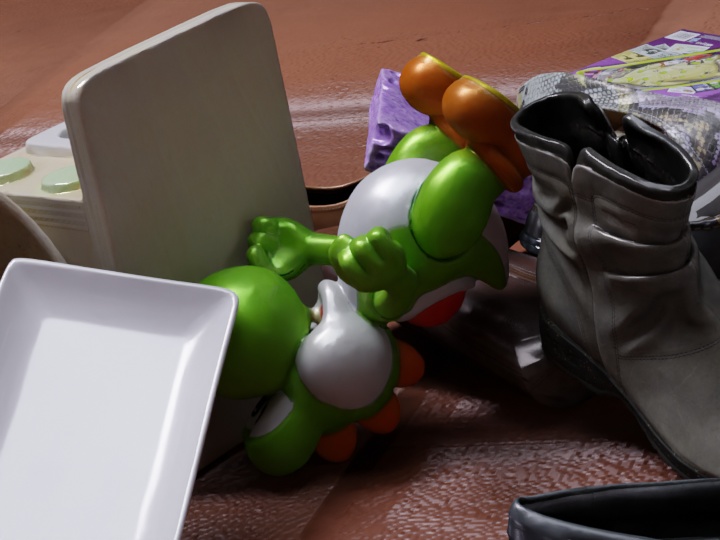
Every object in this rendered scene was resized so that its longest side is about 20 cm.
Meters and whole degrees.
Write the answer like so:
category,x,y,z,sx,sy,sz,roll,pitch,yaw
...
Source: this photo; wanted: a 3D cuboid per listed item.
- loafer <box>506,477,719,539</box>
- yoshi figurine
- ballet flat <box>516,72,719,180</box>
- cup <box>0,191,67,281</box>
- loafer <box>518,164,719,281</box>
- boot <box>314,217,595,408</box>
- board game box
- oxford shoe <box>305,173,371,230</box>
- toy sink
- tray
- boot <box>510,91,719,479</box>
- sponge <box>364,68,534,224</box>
category,x,y,z,sx,sy,sz,roll,pitch,yaw
loafer,0.152,0.097,0.875,0.200,0.071,0.068,-10,21,3
yoshi figurine,-0.010,-0.007,1.072,0.112,0.200,0.112,35,3,24
ballet flat,0.139,-0.070,1.340,0.072,0.072,0.200,-24,22,-31
cup,-0.231,0.063,1.051,0.143,0.201,0.200,-27,5,44
loafer,0.174,-0.025,1.112,0.199,0.073,0.073,4,14,-8
boot,0.088,0.003,1.184,0.186,0.065,0.200,-26,28,-36
board game box,0.217,-0.109,1.453,0.120,0.032,0.200,-18,20,-28
oxford shoe,-0.070,-0.013,1.295,0.199,0.072,0.071,-14,22,-1
toy sink,-0.107,-0.018,1.139,0.112,0.201,0.130,7,28,40
tray,-0.121,0.085,0.994,0.107,0.022,0.201,8,54,6
boot,0.133,0.011,0.982,0.068,0.131,0.200,-33,44,-24
sponge,0.098,-0.046,1.203,0.199,0.030,0.112,19,18,-6
